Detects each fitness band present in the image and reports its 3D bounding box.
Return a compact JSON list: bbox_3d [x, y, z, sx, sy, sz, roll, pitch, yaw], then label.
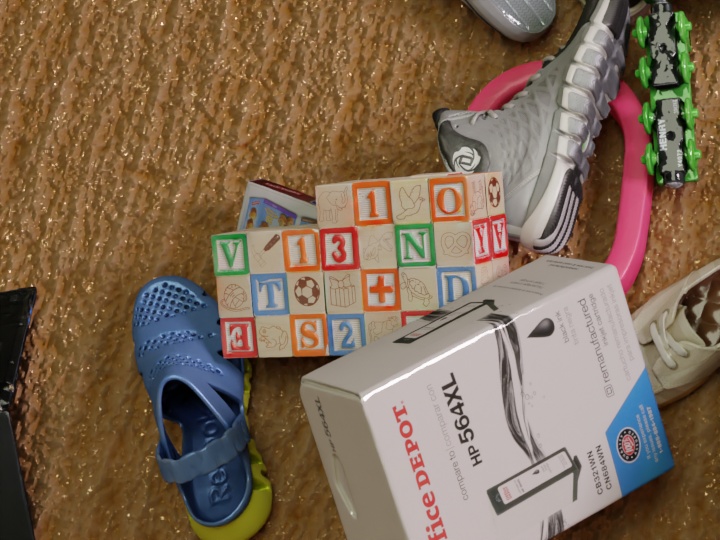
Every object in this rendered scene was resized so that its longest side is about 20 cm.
[{"bbox_3d":[0.132,-0.052,1.473,0.142,0.037,0.202,4,70,15],"label":"fitness band"}]

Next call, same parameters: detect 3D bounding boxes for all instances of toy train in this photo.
[{"bbox_3d":[0.212,-0.153,1.458,0.041,0.056,0.202,-5,80,17],"label":"toy train"}]

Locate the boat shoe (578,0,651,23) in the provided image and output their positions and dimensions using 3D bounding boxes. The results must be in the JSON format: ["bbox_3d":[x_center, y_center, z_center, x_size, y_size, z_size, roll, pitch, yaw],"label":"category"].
[{"bbox_3d":[0.150,-0.273,1.536,0.074,0.075,0.203,-34,63,0],"label":"boat shoe"}]

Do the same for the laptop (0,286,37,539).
[{"bbox_3d":[-0.316,0.126,1.541,0.176,0.104,0.201,-10,40,11],"label":"laptop"}]

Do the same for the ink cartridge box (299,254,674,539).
[{"bbox_3d":[0.080,0.097,1.316,0.199,0.147,0.084,-26,17,-25],"label":"ink cartridge box"}]

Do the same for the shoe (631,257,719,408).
[{"bbox_3d":[0.233,0.024,1.398,0.199,0.053,0.070,-33,63,1],"label":"shoe"}]

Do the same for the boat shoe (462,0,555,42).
[{"bbox_3d":[0.070,-0.246,1.557,0.073,0.067,0.201,-27,80,-30],"label":"boat shoe"}]

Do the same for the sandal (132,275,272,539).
[{"bbox_3d":[-0.115,0.086,1.457,0.079,0.087,0.201,-25,61,7],"label":"sandal"}]

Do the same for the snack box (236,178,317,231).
[{"bbox_3d":[0.000,0.000,1.474,0.199,0.024,0.072,21,106,25],"label":"snack box"}]

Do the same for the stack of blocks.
[{"bbox_3d":[-0.001,-0.003,1.426,0.199,0.058,0.116,-3,94,28],"label":"stack of blocks"}]

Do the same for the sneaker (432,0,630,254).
[{"bbox_3d":[0.109,-0.117,1.446,0.115,0.075,0.201,13,72,21],"label":"sneaker"}]
